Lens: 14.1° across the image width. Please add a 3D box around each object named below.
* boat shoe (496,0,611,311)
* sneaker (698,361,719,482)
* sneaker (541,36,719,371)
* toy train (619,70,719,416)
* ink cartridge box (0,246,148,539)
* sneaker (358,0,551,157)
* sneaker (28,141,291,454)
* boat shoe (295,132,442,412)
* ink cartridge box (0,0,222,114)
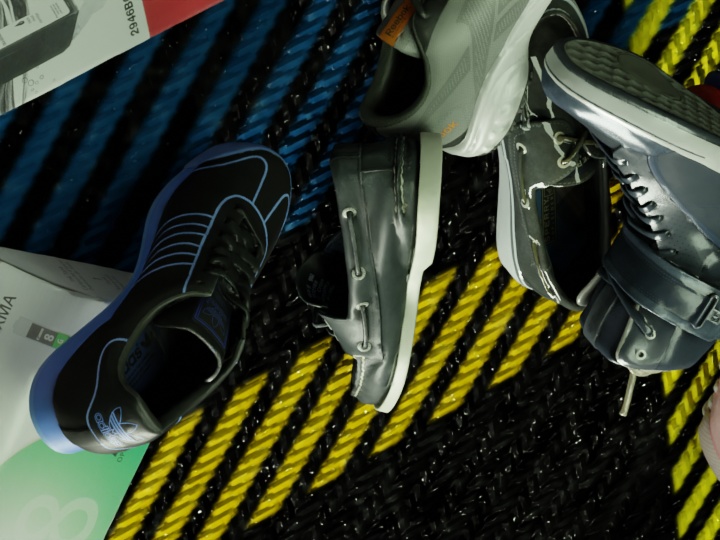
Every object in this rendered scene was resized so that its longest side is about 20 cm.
[{"bbox_3d":[0.107,-0.065,1.561,0.069,0.057,0.200,-26,133,-22],"label":"boat shoe"},{"bbox_3d":[0.239,0.057,1.755,0.075,0.105,0.201,-14,98,-21],"label":"sneaker"},{"bbox_3d":[0.142,-0.027,1.520,0.202,0.077,0.146,27,113,-33],"label":"sneaker"},{"bbox_3d":[0.220,-0.003,1.615,0.085,0.116,0.200,15,90,-55],"label":"toy train"},{"bbox_3d":[-0.189,0.068,1.426,0.200,0.050,0.161,11,111,-45],"label":"ink cartridge box"},{"bbox_3d":[0.054,-0.146,1.452,0.079,0.074,0.200,-2,120,-32],"label":"sneaker"},{"bbox_3d":[-0.077,0.012,1.403,0.070,0.078,0.200,52,54,-28],"label":"sneaker"},{"bbox_3d":[0.000,0.002,1.515,0.066,0.075,0.200,5,145,-4],"label":"boat shoe"},{"bbox_3d":[-0.170,-0.149,1.259,0.200,0.084,0.144,-29,134,-19],"label":"ink cartridge box"}]
